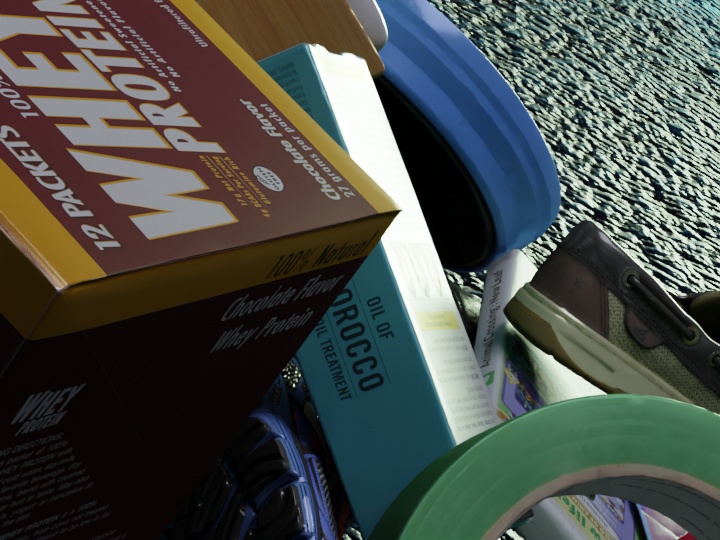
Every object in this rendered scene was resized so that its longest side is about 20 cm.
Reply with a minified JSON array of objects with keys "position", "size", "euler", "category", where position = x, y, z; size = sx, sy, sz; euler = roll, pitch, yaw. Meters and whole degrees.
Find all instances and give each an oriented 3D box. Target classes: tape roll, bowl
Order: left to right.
[{"position":[0.003,-0.076,1.305],"size":[0.201,0.039,0.201],"euler":[37,-18,14],"category":"bowl"},{"position":[0.091,0.147,1.013],"size":[0.200,0.048,0.201],"euler":[4,78,-17],"category":"tape roll"}]

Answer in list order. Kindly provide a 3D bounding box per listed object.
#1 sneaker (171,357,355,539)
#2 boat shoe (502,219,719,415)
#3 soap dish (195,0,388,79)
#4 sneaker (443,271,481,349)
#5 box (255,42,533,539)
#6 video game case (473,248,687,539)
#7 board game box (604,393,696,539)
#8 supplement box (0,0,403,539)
[{"position":[-0.027,0.087,1.090],"size":[0.078,0.075,0.200],"euler":[26,29,-27],"category":"sneaker"},{"position":[0.154,0.040,1.232],"size":[0.201,0.066,0.072],"euler":[27,12,-31],"category":"boat shoe"},{"position":[-0.091,-0.143,1.204],"size":[0.081,0.157,0.200],"euler":[-36,98,-31],"category":"soap dish"},{"position":[0.000,0.000,1.239],"size":[0.200,0.098,0.071],"euler":[25,26,-26],"category":"sneaker"},{"position":[0.003,0.014,1.090],"size":[0.200,0.049,0.082],"euler":[70,15,6],"category":"box"},{"position":[0.117,0.104,1.230],"size":[0.200,0.022,0.182],"euler":[49,22,-17],"category":"video game case"},{"position":[0.181,0.129,1.242],"size":[0.158,0.039,0.200],"euler":[37,28,-39],"category":"board game box"},{"position":[-0.130,0.019,0.926],"size":[0.133,0.200,0.197],"euler":[45,27,17],"category":"supplement box"}]
